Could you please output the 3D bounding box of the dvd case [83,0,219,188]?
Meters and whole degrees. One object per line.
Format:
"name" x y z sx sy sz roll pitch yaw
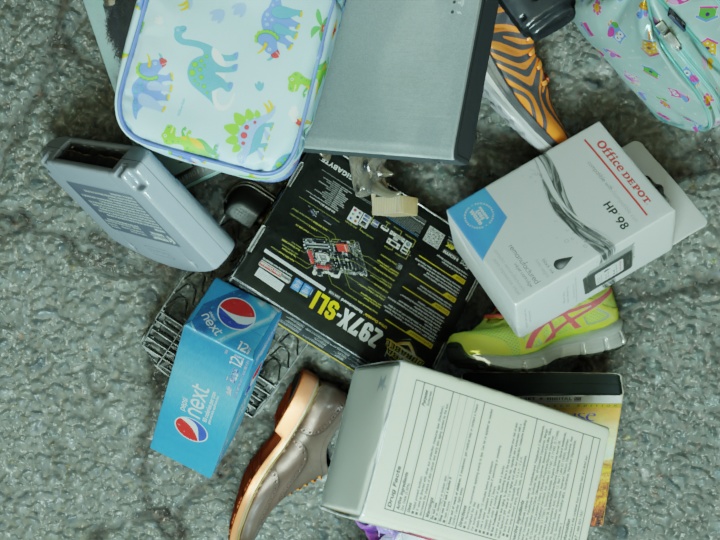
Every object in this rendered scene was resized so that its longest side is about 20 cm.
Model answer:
"dvd case" -0.164 -0.176 1.069 0.145 0.022 0.201 -18 92 41

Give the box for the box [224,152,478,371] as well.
"box" 0.000 0.000 1.110 0.199 0.049 0.160 32 68 -7

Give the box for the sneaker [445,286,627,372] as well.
"sneaker" 0.155 0.040 1.118 0.199 0.078 0.091 -11 97 -36

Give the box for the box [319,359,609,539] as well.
"box" 0.085 0.164 1.019 0.199 0.109 0.129 19 78 -17

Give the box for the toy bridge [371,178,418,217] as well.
"toy bridge" 0.020 -0.148 1.098 0.067 0.027 0.202 -2 88 44

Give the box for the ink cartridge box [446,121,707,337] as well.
"ink cartridge box" 0.189 -0.047 1.066 0.199 0.067 0.116 -30 60 -6

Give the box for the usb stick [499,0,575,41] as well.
"usb stick" 0.108 -0.279 1.028 0.055 0.033 0.201 -30 73 -6

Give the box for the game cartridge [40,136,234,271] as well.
"game cartridge" -0.194 -0.057 1.078 0.133 0.199 0.042 45 71 -34

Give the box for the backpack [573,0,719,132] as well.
"backpack" 0.258 -0.215 1.024 0.127 0.167 0.200 -45 115 5

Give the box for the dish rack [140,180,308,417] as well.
"dish rack" -0.107 0.035 1.172 0.153 0.055 0.200 34 108 -5

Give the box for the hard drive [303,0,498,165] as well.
"hard drive" 0.008 -0.162 1.003 0.199 0.033 0.141 8 86 34

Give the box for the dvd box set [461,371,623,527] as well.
"dvd box set" 0.165 0.172 1.161 0.145 0.030 0.201 0 134 3

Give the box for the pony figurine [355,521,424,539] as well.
"pony figurine" 0.058 0.262 1.167 0.199 0.166 0.194 -14 90 48

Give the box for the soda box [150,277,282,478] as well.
"soda box" -0.132 0.100 1.107 0.068 0.064 0.201 26 137 2

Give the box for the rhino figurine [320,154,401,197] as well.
"rhino figurine" -0.015 -0.140 1.068 0.087 0.060 0.201 -39 61 16

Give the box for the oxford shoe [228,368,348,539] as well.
"oxford shoe" -0.070 0.198 1.209 0.073 0.071 0.201 26 106 -9

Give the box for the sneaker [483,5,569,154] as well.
"sneaker" 0.145 -0.197 1.074 0.112 0.078 0.200 -40 109 5

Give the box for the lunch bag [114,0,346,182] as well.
"lunch bag" -0.103 -0.180 0.974 0.160 0.082 0.201 15 91 0
